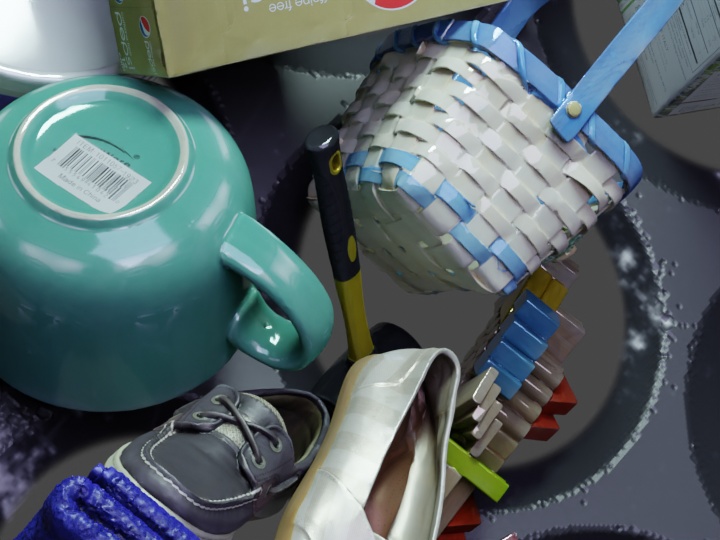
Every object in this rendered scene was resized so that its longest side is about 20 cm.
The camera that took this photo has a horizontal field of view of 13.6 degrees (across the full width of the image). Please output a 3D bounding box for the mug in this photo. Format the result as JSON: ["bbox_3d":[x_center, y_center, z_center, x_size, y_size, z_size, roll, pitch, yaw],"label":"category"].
[{"bbox_3d":[-0.112,-0.024,1.502,0.184,0.115,0.153,-6,52,-7],"label":"mug"}]

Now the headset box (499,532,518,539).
[{"bbox_3d":[0.055,0.242,1.516,0.148,0.077,0.201,-30,84,-25],"label":"headset box"}]

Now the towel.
[{"bbox_3d":[-0.110,0.172,1.416,0.147,0.200,0.050,35,55,-5],"label":"towel"}]

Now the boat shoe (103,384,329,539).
[{"bbox_3d":[-0.065,0.088,1.470,0.072,0.200,0.065,41,102,12],"label":"boat shoe"}]

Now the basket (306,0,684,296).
[{"bbox_3d":[0.077,-0.084,1.595,0.139,0.176,0.200,39,76,-18],"label":"basket"}]

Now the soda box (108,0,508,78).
[{"bbox_3d":[-0.026,-0.148,1.520,0.199,0.068,0.064,-15,102,-23],"label":"soda box"}]

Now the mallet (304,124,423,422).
[{"bbox_3d":[0.000,0.000,1.533,0.041,0.201,0.066,25,47,30],"label":"mallet"}]

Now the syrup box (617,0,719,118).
[{"bbox_3d":[0.220,-0.159,1.648,0.078,0.200,0.082,-10,74,-21],"label":"syrup box"}]

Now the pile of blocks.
[{"bbox_3d":[0.079,0.074,1.582,0.062,0.082,0.200,37,64,-8],"label":"pile of blocks"}]

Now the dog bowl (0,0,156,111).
[{"bbox_3d":[-0.175,-0.176,1.587,0.199,0.079,0.201,6,69,-16],"label":"dog bowl"}]

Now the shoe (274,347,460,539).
[{"bbox_3d":[0.005,0.119,1.472,0.070,0.053,0.201,45,47,-35],"label":"shoe"}]
